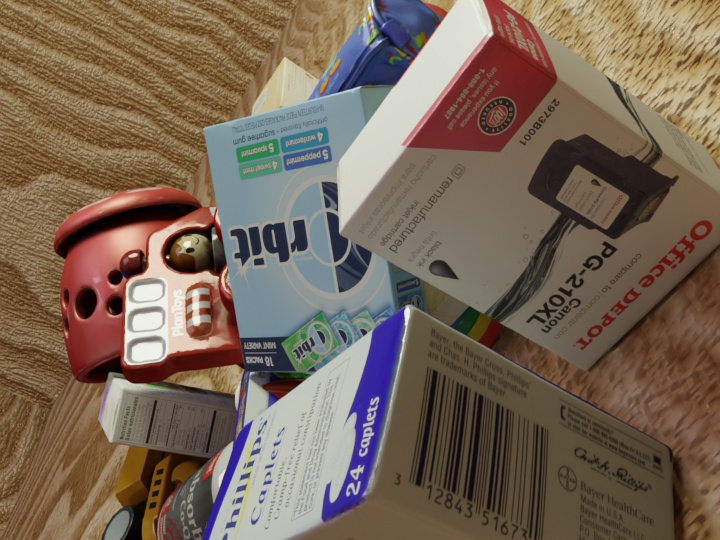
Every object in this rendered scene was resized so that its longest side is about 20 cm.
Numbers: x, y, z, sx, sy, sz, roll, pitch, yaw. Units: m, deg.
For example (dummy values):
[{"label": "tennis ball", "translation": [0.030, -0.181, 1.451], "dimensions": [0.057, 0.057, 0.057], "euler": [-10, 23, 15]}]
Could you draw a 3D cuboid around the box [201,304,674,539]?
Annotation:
[{"label": "box", "translation": [0.035, 0.135, 0.496], "dimensions": [0.200, 0.183, 0.106], "euler": [-39, 29, 47]}]

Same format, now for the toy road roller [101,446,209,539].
[{"label": "toy road roller", "translation": [-0.192, 0.256, 1.038], "dimensions": [0.145, 0.123, 0.201], "euler": [-35, 31, 26]}]

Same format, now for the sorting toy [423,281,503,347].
[{"label": "sorting toy", "translation": [0.100, -0.033, 0.745], "dimensions": [0.199, 0.069, 0.201], "euler": [-50, 22, 31]}]

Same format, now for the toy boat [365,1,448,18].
[{"label": "toy boat", "translation": [0.045, -0.228, 0.953], "dimensions": [0.129, 0.132, 0.200], "euler": [-28, -12, 11]}]

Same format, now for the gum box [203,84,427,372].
[{"label": "gum box", "translation": [-0.036, -0.024, 0.700], "dimensions": [0.168, 0.044, 0.203], "euler": [-5, 97, 40]}]

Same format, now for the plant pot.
[{"label": "plant pot", "translation": [-0.252, 0.016, 1.047], "dimensions": [0.200, 0.198, 0.185], "euler": [-34, 73, 53]}]

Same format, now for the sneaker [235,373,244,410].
[{"label": "sneaker", "translation": [-0.051, 0.096, 0.888], "dimensions": [0.199, 0.077, 0.081], "euler": [-35, -11, -44]}]

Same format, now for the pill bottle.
[{"label": "pill bottle", "translation": [-0.101, 0.218, 0.845], "dimensions": [0.200, 0.115, 0.117], "euler": [-43, 26, 43]}]

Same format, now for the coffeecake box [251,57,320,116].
[{"label": "coffeecake box", "translation": [-0.020, -0.125, 0.991], "dimensions": [0.073, 0.199, 0.154], "euler": [-51, 20, 23]}]

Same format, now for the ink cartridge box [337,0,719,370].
[{"label": "ink cartridge box", "translation": [0.105, -0.049, 0.552], "dimensions": [0.145, 0.198, 0.085], "euler": [-50, 24, 28]}]

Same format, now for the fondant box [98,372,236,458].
[{"label": "fondant box", "translation": [-0.171, 0.160, 0.973], "dimensions": [0.144, 0.197, 0.059], "euler": [180, 104, -69]}]

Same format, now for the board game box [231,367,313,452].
[{"label": "board game box", "translation": [-0.035, 0.150, 0.728], "dimensions": [0.201, 0.133, 0.045], "euler": [-94, 23, -58]}]

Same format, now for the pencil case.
[{"label": "pencil case", "translation": [-0.008, -0.129, 0.738], "dimensions": [0.200, 0.078, 0.087], "euler": [-48, -3, 36]}]

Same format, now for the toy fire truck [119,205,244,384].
[{"label": "toy fire truck", "translation": [-0.158, 0.014, 0.910], "dimensions": [0.113, 0.165, 0.202], "euler": [93, 169, -50]}]
